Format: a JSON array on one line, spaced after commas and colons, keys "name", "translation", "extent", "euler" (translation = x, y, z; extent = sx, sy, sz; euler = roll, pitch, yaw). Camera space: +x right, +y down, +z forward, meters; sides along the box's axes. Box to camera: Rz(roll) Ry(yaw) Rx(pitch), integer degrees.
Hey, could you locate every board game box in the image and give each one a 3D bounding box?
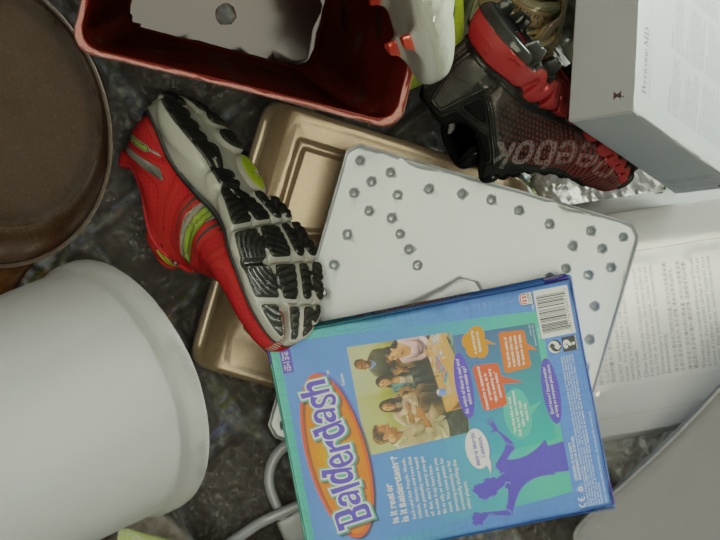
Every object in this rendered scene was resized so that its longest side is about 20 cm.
[{"name": "board game box", "translation": [0.061, 0.039, 1.247], "extent": [0.199, 0.026, 0.201], "euler": [16, 92, 0]}, {"name": "board game box", "translation": [0.050, 0.095, 1.213], "extent": [0.199, 0.045, 0.153], "euler": [-10, 91, 0]}]

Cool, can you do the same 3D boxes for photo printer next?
[{"name": "photo printer", "translation": [0.200, 0.030, 1.306], "extent": [0.199, 0.069, 0.167], "euler": [-10, 95, -10]}]

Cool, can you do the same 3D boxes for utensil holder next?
[{"name": "utensil holder", "translation": [-0.220, 0.102, 1.141], "extent": [0.200, 0.170, 0.170], "euler": [-23, 98, -39]}]

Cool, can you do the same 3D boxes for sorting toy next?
[{"name": "sorting toy", "translation": [0.000, 0.000, 1.287], "extent": [0.199, 0.036, 0.186], "euler": [17, 90, -16]}]

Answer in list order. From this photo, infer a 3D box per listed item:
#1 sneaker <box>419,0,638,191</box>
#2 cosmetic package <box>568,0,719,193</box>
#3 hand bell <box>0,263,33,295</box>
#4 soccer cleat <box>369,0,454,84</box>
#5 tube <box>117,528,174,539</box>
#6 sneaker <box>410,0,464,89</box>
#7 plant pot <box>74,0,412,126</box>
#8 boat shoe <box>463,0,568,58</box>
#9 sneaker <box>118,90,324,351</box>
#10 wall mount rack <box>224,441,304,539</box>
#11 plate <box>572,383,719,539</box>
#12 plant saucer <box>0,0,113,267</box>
[{"name": "sneaker", "translation": [0.108, -0.095, 1.235], "extent": [0.098, 0.071, 0.200], "euler": [-40, 141, 14]}, {"name": "cosmetic package", "translation": [0.196, -0.168, 1.235], "extent": [0.151, 0.052, 0.201], "euler": [27, 63, -52]}, {"name": "hand bell", "translation": [-0.293, 0.048, 1.219], "extent": [0.200, 0.104, 0.104], "euler": [-38, 100, -20]}, {"name": "soccer cleat", "translation": [0.039, -0.209, 1.085], "extent": [0.077, 0.069, 0.201], "euler": [-11, 93, -13]}, {"name": "tube", "translation": [-0.060, 0.212, 1.210], "extent": [0.199, 0.058, 0.052], "euler": [8, 107, -10]}, {"name": "sneaker", "translation": [0.042, -0.212, 1.261], "extent": [0.074, 0.084, 0.201], "euler": [17, 72, -9]}, {"name": "plant pot", "translation": [-0.065, -0.208, 1.187], "extent": [0.199, 0.176, 0.201], "euler": [13, 92, -11]}, {"name": "boat shoe", "translation": [0.104, -0.171, 1.278], "extent": [0.072, 0.065, 0.201], "euler": [16, 91, -11]}, {"name": "sneaker", "translation": [-0.093, -0.021, 1.217], "extent": [0.085, 0.077, 0.200], "euler": [-46, 59, 27]}, {"name": "wall mount rack", "translation": [-0.030, 0.218, 1.272], "extent": [0.173, 0.075, 0.200], "euler": [-24, 96, -5]}, {"name": "plate", "translation": [0.271, 0.154, 1.307], "extent": [0.199, 0.032, 0.200], "euler": [36, 105, -29]}, {"name": "plant saucer", "translation": [-0.239, -0.100, 1.191], "extent": [0.200, 0.032, 0.201], "euler": [8, 113, 19]}]
